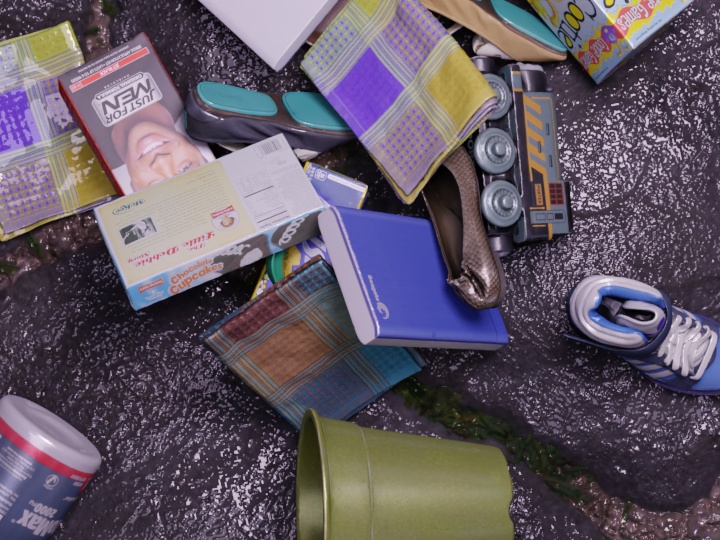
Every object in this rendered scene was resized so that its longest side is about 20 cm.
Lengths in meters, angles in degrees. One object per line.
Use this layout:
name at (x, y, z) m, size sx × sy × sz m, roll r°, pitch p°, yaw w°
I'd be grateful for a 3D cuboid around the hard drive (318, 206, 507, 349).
hard drive at (0.053, 0.010, 1.468) m, size 0.025 × 0.200 × 0.132 m, roll -34°, pitch 66°, yaw 33°

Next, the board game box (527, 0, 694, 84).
board game box at (0.219, -0.302, 1.512) m, size 0.103 × 0.105 × 0.200 m, roll -39°, pitch 87°, yaw -17°

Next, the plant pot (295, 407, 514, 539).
plant pot at (0.043, 0.230, 1.488) m, size 0.190 × 0.200 × 0.200 m, roll -1°, pitch 88°, yaw -10°

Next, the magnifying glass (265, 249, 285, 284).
magnifying glass at (0.000, 0.000, 1.517) m, size 0.200 × 0.022 × 0.080 m, roll 9°, pitch 95°, yaw -26°

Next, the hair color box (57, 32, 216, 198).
hair color box at (-0.211, -0.123, 1.547) m, size 0.101 × 0.061 × 0.200 m, roll -30°, pitch 89°, yaw -13°

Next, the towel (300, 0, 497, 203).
towel at (0.034, -0.180, 1.479) m, size 0.144 × 0.023 × 0.200 m, roll -47°, pitch 66°, yaw 28°

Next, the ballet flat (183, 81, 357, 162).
ballet flat at (-0.085, -0.144, 1.541) m, size 0.200 × 0.073 × 0.073 m, roll 4°, pitch 88°, yaw -27°

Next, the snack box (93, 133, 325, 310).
snack box at (-0.142, -0.048, 1.466) m, size 0.200 × 0.037 × 0.116 m, roll -22°, pitch 49°, yaw -8°

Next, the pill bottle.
pill bottle at (-0.357, 0.235, 1.524) m, size 0.120 × 0.120 × 0.200 m, roll 35°, pitch 91°, yaw 3°

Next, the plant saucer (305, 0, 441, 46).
plant saucer at (0.000, -0.313, 1.570) m, size 0.200 × 0.032 × 0.201 m, roll 0°, pitch 89°, yaw 3°

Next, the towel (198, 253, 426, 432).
towel at (-0.042, 0.079, 1.489) m, size 0.147 × 0.200 × 0.022 m, roll -35°, pitch 44°, yaw 10°

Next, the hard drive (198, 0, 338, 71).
hard drive at (-0.111, -0.314, 1.549) m, size 0.200 × 0.025 × 0.132 m, roll 43°, pitch 100°, yaw 15°

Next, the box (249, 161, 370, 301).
box at (-0.058, -0.003, 1.546) m, size 0.070 × 0.064 × 0.200 m, roll 22°, pitch 90°, yaw 3°

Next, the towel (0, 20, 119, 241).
towel at (-0.332, -0.142, 1.583) m, size 0.143 × 0.023 × 0.200 m, roll -16°, pitch 88°, yaw 3°

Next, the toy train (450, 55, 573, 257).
toy train at (0.147, -0.112, 1.528) m, size 0.114 × 0.085 × 0.200 m, roll -2°, pitch 83°, yaw -27°

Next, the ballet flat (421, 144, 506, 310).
ballet flat at (0.086, -0.051, 1.474) m, size 0.046 × 0.067 × 0.200 m, roll -2°, pitch 61°, yaw -27°

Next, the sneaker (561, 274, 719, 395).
sneaker at (0.291, 0.066, 1.487) m, size 0.200 × 0.146 × 0.081 m, roll 25°, pitch 89°, yaw 3°

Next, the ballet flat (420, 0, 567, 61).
ballet flat at (0.113, -0.251, 1.539) m, size 0.200 × 0.069 × 0.063 m, roll 30°, pitch 118°, yaw -18°
